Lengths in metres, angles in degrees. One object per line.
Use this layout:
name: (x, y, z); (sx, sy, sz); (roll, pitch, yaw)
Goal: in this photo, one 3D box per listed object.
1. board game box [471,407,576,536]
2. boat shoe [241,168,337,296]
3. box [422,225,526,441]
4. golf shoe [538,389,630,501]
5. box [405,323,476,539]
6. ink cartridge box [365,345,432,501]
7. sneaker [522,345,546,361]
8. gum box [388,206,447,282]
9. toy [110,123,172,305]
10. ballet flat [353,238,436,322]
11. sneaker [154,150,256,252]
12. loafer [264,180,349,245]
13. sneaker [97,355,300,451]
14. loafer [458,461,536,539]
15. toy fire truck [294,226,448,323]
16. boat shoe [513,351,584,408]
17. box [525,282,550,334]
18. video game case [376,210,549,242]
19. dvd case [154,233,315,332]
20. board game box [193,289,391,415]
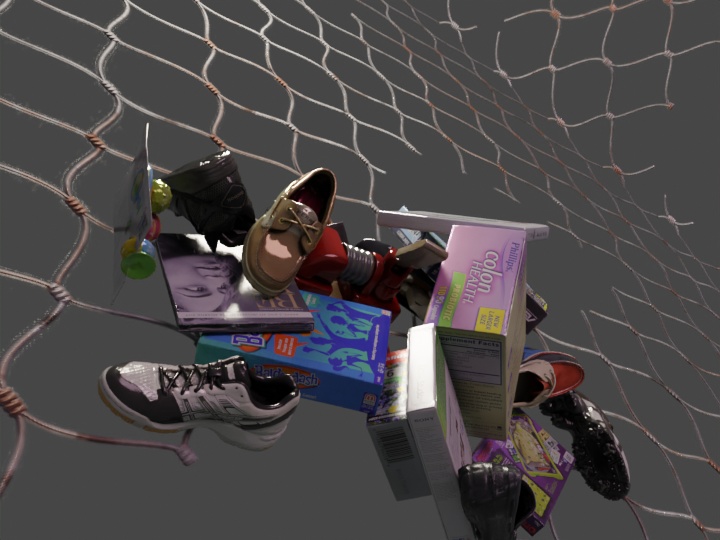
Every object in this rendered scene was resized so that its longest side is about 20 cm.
board game box: (0.212, 0.254, 1.156); (0.120, 0.032, 0.200); (46, 27, 9)
boat shoe: (-0.078, -0.054, 1.017); (0.074, 0.066, 0.200); (36, 41, -16)
box: (0.148, 0.078, 1.097); (0.096, 0.201, 0.176); (6, 46, 15)
golf shoe: (0.348, 0.247, 1.289); (0.094, 0.078, 0.200); (17, 34, -38)
box: (0.090, 0.180, 0.969); (0.145, 0.036, 0.201); (-83, 160, -58)
ink cartridge box: (0.052, 0.156, 1.022); (0.200, 0.050, 0.109); (-79, 152, -61)
sneaker: (0.223, 0.146, 1.318); (0.200, 0.066, 0.078); (5, 23, -45)
gum box: (0.145, 0.003, 1.370); (0.200, 0.045, 0.170); (38, 10, -32)
toy: (-0.240, -0.062, 0.979); (0.047, 0.115, 0.200); (19, 32, -24)
ballet flat: (0.071, 0.027, 1.298); (0.200, 0.073, 0.073); (37, 26, -8)
sneaker: (-0.194, -0.073, 1.059); (0.076, 0.199, 0.115); (-35, 110, -35)
loafer: (-0.049, -0.041, 1.246); (0.200, 0.072, 0.073); (44, 25, 9)
sneaker: (-0.150, 0.111, 0.853); (0.199, 0.088, 0.076); (18, 34, -34)
loafer: (0.154, 0.255, 0.942); (0.201, 0.070, 0.068); (63, 22, -56)
toy fire truck: (0.000, 0.000, 1.095); (0.176, 0.200, 0.129); (21, 30, -32)
boat shoe: (0.232, 0.157, 1.220); (0.199, 0.072, 0.063); (-4, 7, -21)
box: (0.213, 0.018, 1.321); (0.160, 0.044, 0.200); (47, 10, 8)
video game case: (0.146, -0.062, 1.208); (0.199, 0.024, 0.182); (8, 6, 21)
dvd case: (-0.149, 0.010, 1.005); (0.148, 0.016, 0.200); (1, 30, -22)
board game box: (-0.069, 0.078, 0.980); (0.199, 0.045, 0.152); (12, 29, -2)
